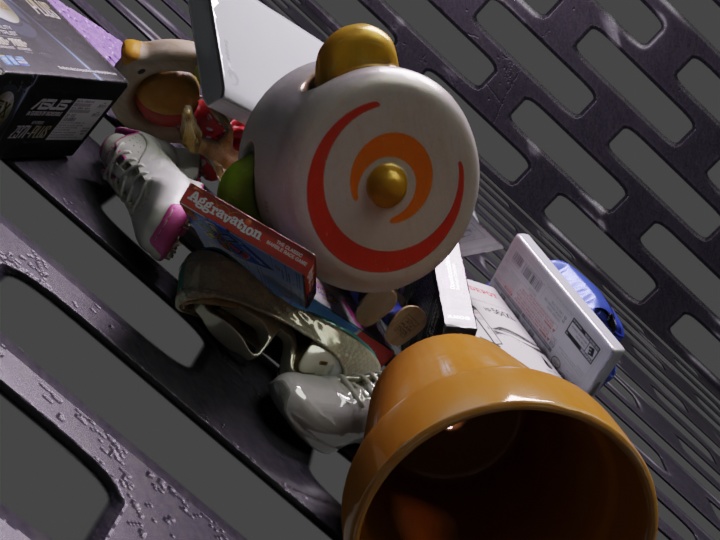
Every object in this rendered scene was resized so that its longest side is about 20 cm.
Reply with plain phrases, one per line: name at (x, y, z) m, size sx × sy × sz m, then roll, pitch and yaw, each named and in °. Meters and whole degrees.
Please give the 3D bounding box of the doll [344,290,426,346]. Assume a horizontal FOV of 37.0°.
doll at (0.000, 0.000, 1.042) m, size 0.136 × 0.049 × 0.200 m, roll 35°, pitch 12°, yaw -32°

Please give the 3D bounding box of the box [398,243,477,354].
box at (0.069, 0.041, 1.035) m, size 0.036 × 0.144 × 0.201 m, roll 6°, pitch 39°, yaw -7°

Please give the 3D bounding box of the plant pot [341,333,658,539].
plant pot at (0.078, 0.138, 0.750) m, size 0.200 × 0.200 × 0.183 m, roll 38°, pitch 12°, yaw -20°

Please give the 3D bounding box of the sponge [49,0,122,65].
sponge at (-0.280, -0.226, 1.122) m, size 0.200 × 0.030 × 0.112 m, roll 30°, pitch 21°, yaw -45°

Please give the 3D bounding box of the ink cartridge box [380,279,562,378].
ink cartridge box at (0.130, 0.097, 1.181) m, size 0.146 × 0.084 × 0.200 m, roll 17°, pitch 30°, yaw -44°

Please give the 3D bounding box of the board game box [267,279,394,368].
board game box at (-0.056, 0.003, 1.061) m, size 0.153 × 0.040 × 0.200 m, roll 35°, pitch 17°, yaw -31°

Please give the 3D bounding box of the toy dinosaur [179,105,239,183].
toy dinosaur at (-0.106, -0.088, 0.973) m, size 0.200 × 0.058 × 0.101 m, roll 38°, pitch 27°, yaw -38°

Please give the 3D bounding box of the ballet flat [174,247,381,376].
ballet flat at (-0.069, 0.057, 0.875) m, size 0.199 × 0.067 × 0.063 m, roll 34°, pitch 47°, yaw -23°

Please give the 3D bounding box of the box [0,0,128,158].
box at (-0.295, -0.170, 0.812) m, size 0.164 × 0.086 × 0.200 m, roll 45°, pitch 15°, yaw 5°

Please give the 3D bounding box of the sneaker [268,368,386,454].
sneaker at (0.005, 0.106, 0.868) m, size 0.200 × 0.080 × 0.071 m, roll 24°, pitch 26°, yaw -48°

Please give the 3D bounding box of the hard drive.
hard drive at (-0.079, -0.181, 0.992) m, size 0.200 × 0.026 × 0.133 m, roll 20°, pitch 54°, yaw -56°

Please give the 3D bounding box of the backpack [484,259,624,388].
backpack at (0.254, 0.093, 1.393) m, size 0.200 × 0.167 × 0.163 m, roll 39°, pitch 20°, yaw -54°

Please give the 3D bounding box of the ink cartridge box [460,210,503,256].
ink cartridge box at (0.043, -0.069, 1.144) m, size 0.200 × 0.161 × 0.050 m, roll 35°, pitch 51°, yaw -51°

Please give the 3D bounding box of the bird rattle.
bird rattle at (-0.166, -0.174, 1.062) m, size 0.162 × 0.200 × 0.113 m, roll 5°, pitch 64°, yaw -15°

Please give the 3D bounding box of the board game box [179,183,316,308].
board game box at (-0.082, -0.014, 0.838) m, size 0.103 × 0.020 × 0.200 m, roll 29°, pitch -9°, yaw 2°

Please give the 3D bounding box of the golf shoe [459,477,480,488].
golf shoe at (0.130, 0.216, 0.925) m, size 0.200 × 0.077 × 0.088 m, roll 33°, pitch 5°, yaw -36°

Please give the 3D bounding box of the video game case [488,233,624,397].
video game case at (0.199, 0.090, 1.239) m, size 0.023 × 0.182 × 0.200 m, roll 0°, pitch 40°, yaw -35°

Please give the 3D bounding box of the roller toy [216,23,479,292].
roller toy at (0.001, -0.082, 0.891) m, size 0.182 × 0.201 × 0.140 m, roll 32°, pitch 0°, yaw -27°

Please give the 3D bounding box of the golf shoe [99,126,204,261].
golf shoe at (-0.180, -0.068, 0.892) m, size 0.091 × 0.076 × 0.200 m, roll 30°, pitch 11°, yaw -18°
